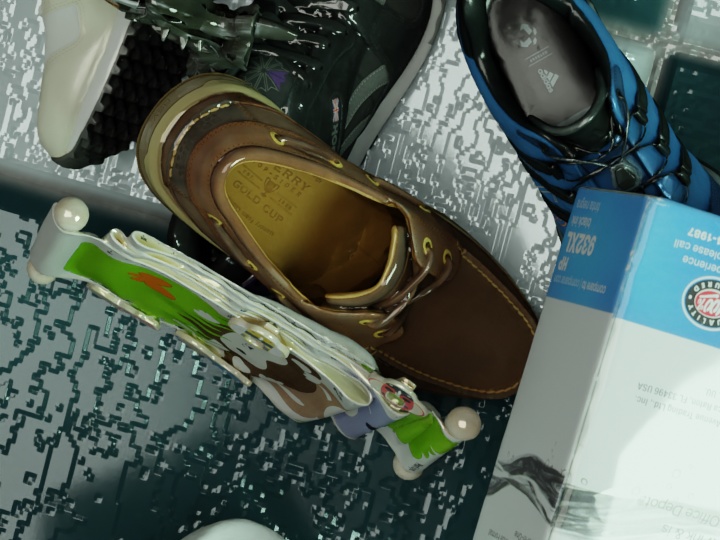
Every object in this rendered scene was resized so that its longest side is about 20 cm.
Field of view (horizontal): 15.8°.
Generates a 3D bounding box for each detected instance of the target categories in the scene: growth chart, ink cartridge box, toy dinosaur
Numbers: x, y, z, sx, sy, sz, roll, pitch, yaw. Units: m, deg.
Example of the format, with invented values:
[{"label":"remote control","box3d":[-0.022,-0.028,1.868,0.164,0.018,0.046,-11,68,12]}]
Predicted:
[{"label":"growth chart","box3d":[-0.048,0.029,1.047,0.200,0.145,0.018,28,74,3]},{"label":"ink cartridge box","box3d":[0.129,0.085,0.972,0.145,0.084,0.200,17,90,-17]},{"label":"toy dinosaur","box3d":[-0.090,-0.132,0.977,0.102,0.136,0.200,-56,35,19]}]

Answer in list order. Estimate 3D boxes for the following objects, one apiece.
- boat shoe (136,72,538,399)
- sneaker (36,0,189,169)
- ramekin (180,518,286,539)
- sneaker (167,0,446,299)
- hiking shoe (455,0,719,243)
[{"label":"boat shoe","box3d":[0.000,-0.001,1.018,0.200,0.068,0.072,35,94,-31]},{"label":"sneaker","box3d":[-0.110,-0.145,1.093,0.093,0.070,0.200,20,94,19]},{"label":"ramekin","box3d":[-0.072,0.205,1.029,0.098,0.200,0.201,-13,89,22]},{"label":"sneaker","box3d":[-0.022,-0.080,1.058,0.076,0.088,0.200,20,96,13]},{"label":"hiking shoe","box3d":[0.095,-0.040,1.031,0.074,0.087,0.200,-38,83,12]}]
